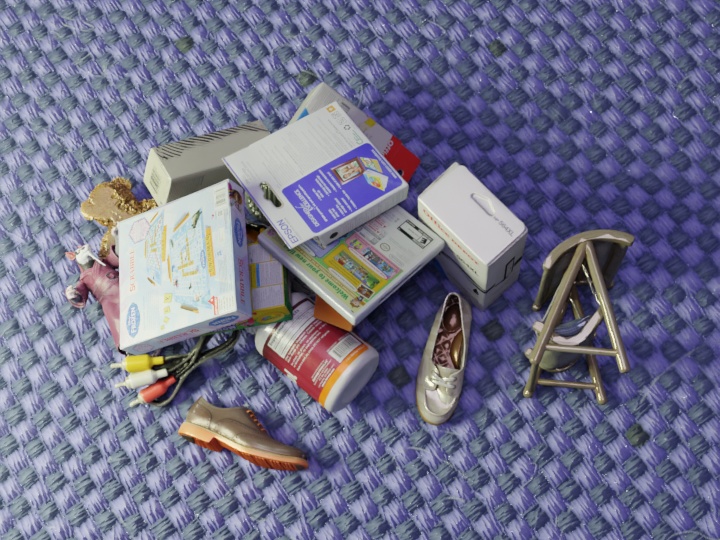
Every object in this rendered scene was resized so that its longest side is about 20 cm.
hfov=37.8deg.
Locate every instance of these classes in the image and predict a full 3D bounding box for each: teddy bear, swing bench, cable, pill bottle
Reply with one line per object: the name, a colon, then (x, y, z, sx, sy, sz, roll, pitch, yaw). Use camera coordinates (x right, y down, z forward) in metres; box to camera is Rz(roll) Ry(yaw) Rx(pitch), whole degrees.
teddy bear: (-0.345, -0.057, 1.655, 0.199, 0.067, 0.146, 23, 83, 6)
swing bench: (0.302, 0.065, 1.474, 0.129, 0.199, 0.201, 5, 70, 7)
cable: (-0.261, 0.143, 1.548, 0.199, 0.050, 0.097, -21, 107, 6)
pill bottle: (-0.079, 0.105, 1.539, 0.200, 0.113, 0.113, 38, 77, 17)

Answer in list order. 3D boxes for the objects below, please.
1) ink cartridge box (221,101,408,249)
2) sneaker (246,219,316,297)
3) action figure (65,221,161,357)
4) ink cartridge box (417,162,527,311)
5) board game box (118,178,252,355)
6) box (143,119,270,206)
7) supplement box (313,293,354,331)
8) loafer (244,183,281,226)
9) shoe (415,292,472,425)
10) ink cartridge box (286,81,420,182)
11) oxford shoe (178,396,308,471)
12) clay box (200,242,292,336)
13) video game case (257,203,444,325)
ink cartridge box: (-0.066, -0.132, 1.509, 0.199, 0.043, 0.198, -29, 60, -17)
sneaker: (-0.134, -0.020, 1.606, 0.199, 0.082, 0.078, 23, 73, 12)
action figure: (-0.368, 0.027, 1.590, 0.134, 0.149, 0.200, -41, 64, -14)
ink cartridge box: (0.159, -0.045, 1.526, 0.084, 0.200, 0.146, -41, 71, -10)
board game box: (-0.248, -0.003, 1.464, 0.199, 0.041, 0.201, -18, 63, 24)
box: (-0.229, -0.164, 1.625, 0.199, 0.082, 0.068, -20, 65, -34)
supplement box: (0.000, 0.000, 1.546, 0.066, 0.069, 0.200, 20, 41, 12)
loafer: (-0.079, -0.098, 1.598, 0.199, 0.070, 0.076, 13, 106, 11)
shoe: (0.122, 0.127, 1.545, 0.070, 0.053, 0.201, 9, 71, 8)
ink cartridge box: (-0.019, -0.184, 1.639, 0.200, 0.067, 0.116, 37, 75, -14)
oxford shoe: (-0.163, 0.236, 1.523, 0.199, 0.071, 0.073, 17, 67, 11)
clay box: (-0.201, 0.029, 1.511, 0.199, 0.048, 0.115, -11, 60, 9)
video game case: (-0.014, -0.040, 1.486, 0.182, 0.022, 0.200, -40, 64, -23)
